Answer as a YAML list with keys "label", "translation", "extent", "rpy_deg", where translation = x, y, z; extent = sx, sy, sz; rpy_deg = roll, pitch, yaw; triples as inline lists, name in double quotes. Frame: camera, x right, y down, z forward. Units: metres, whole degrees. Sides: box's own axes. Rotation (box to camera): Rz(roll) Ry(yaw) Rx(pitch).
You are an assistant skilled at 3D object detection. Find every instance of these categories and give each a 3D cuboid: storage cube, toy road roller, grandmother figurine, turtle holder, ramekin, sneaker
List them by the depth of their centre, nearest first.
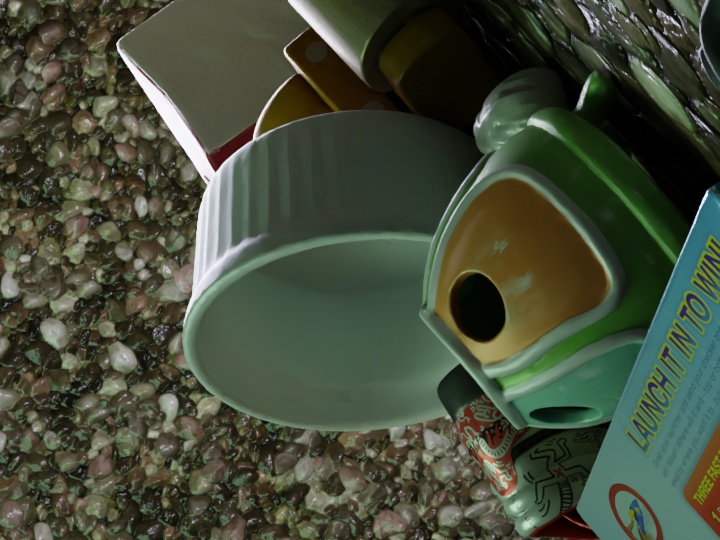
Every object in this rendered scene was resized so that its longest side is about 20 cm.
- label: "turtle holder"
  translation: [0.099, 0.004, 0.775]
  extent: [0.141, 0.132, 0.186]
  rpy_deg: [48, 180, 0]
- label: "grandmother figurine"
  translation: [0.107, -0.047, 0.892]
  extent: [0.121, 0.061, 0.200]
  rpy_deg: [59, -177, 30]
- label: "sneaker"
  translation: [0.140, 0.086, 0.914]
  extent: [0.201, 0.067, 0.108]
  rpy_deg: [-10, -116, -39]
- label: "ramekin"
  translation: [0.000, 0.000, 0.931]
  extent: [0.200, 0.200, 0.098]
  rpy_deg: [49, -152, -49]
- label: "toy road roller"
  translation: [0.000, -0.100, 0.977]
  extent: [0.123, 0.146, 0.200]
  rpy_deg: [49, 180, 29]
- label: "storage cube"
  translation: [-0.047, -0.126, 1.271]
  extent: [0.171, 0.200, 0.180]
  rpy_deg: [50, 174, 41]

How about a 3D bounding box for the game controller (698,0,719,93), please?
- label: "game controller"
  translation: [0.151, -0.011, 0.366]
  extent: [0.200, 0.042, 0.104]
  rpy_deg: [49, 166, 18]

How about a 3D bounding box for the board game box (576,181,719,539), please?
- label: "board game box"
  translation: [0.166, 0.087, 0.506]
  extent: [0.196, 0.056, 0.200]
  rpy_deg: [50, 154, 24]
